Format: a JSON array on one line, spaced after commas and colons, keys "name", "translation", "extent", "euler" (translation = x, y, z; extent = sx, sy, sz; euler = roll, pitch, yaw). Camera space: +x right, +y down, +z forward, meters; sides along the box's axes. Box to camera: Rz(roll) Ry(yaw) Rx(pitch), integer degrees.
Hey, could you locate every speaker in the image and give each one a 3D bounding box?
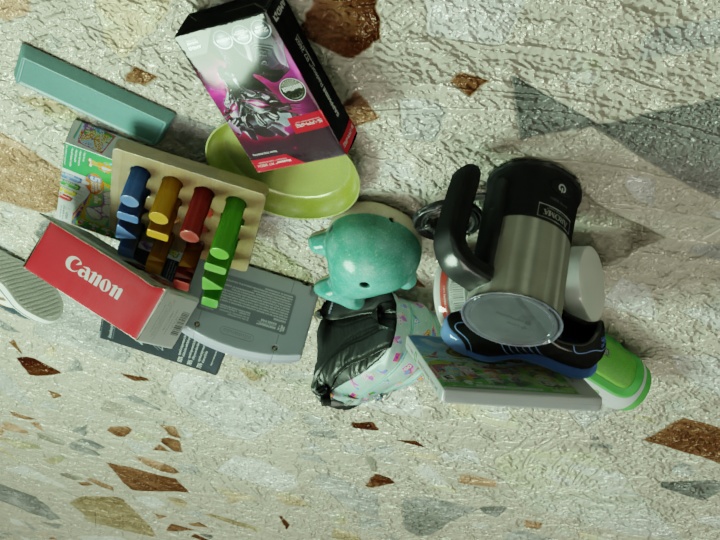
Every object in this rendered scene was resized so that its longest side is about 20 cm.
[{"name": "speaker", "translation": [0.315, 0.123, 1.594], "extent": [0.199, 0.089, 0.088], "euler": [31, 145, -25]}]

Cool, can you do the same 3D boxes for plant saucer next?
[{"name": "plant saucer", "translation": [-0.331, -0.213, 1.402], "extent": [0.199, 0.019, 0.070], "euler": [25, 147, -14]}, {"name": "plant saucer", "translation": [-0.094, -0.135, 1.413], "extent": [0.198, 0.031, 0.201], "euler": [11, 149, 7]}]

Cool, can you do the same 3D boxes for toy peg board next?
[{"name": "toy peg board", "translation": [-0.237, -0.049, 1.467], "extent": [0.198, 0.098, 0.200], "euler": [17, 148, -5]}]

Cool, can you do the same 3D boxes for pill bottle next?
[{"name": "pill bottle", "translation": [0.204, 0.026, 1.460], "extent": [0.199, 0.117, 0.116], "euler": [-6, 143, 30]}]

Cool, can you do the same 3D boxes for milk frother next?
[{"name": "milk frother", "translation": [0.149, -0.012, 1.352], "extent": [0.179, 0.189, 0.200], "euler": [20, 148, -7]}]

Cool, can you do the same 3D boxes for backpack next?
[{"name": "backpack", "translation": [0.023, 0.106, 1.647], "extent": [0.126, 0.168, 0.200], "euler": [16, 149, -34]}]

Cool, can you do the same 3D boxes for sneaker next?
[{"name": "sneaker", "translation": [0.198, 0.070, 1.375], "extent": [0.198, 0.070, 0.078], "euler": [11, 134, 6]}, {"name": "sneaker", "translation": [-0.570, 0.021, 1.816], "extent": [0.200, 0.079, 0.079], "euler": [41, 137, -18]}]

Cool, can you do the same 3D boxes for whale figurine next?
[{"name": "whale figurine", "translation": [0.000, 0.000, 1.503], "extent": [0.158, 0.104, 0.200], "euler": [23, 139, -13]}]

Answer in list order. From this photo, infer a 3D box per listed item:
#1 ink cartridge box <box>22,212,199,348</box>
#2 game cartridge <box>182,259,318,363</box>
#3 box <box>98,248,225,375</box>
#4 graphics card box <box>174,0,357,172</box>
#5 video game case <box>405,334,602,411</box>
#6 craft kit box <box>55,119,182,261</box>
[{"name": "ink cartridge box", "translation": [-0.345, 0.015, 1.543], "extent": [0.199, 0.084, 0.176], "euler": [30, 178, 14]}, {"name": "game cartridge", "translation": [-0.170, 0.059, 1.653], "extent": [0.198, 0.134, 0.041], "euler": [18, 149, -4]}, {"name": "box", "translation": [-0.286, 0.060, 1.730], "extent": [0.199, 0.105, 0.148], "euler": [20, 149, -8]}, {"name": "graphics card box", "translation": [-0.101, -0.204, 1.254], "extent": [0.125, 0.051, 0.201], "euler": [-7, 131, 28]}, {"name": "video game case", "translation": [0.170, 0.123, 1.392], "extent": [0.198, 0.182, 0.022], "euler": [4, 106, -13]}, {"name": "craft kit box", "translation": [-0.309, -0.102, 1.545], "extent": [0.196, 0.049, 0.200], "euler": [17, 149, -9]}]
